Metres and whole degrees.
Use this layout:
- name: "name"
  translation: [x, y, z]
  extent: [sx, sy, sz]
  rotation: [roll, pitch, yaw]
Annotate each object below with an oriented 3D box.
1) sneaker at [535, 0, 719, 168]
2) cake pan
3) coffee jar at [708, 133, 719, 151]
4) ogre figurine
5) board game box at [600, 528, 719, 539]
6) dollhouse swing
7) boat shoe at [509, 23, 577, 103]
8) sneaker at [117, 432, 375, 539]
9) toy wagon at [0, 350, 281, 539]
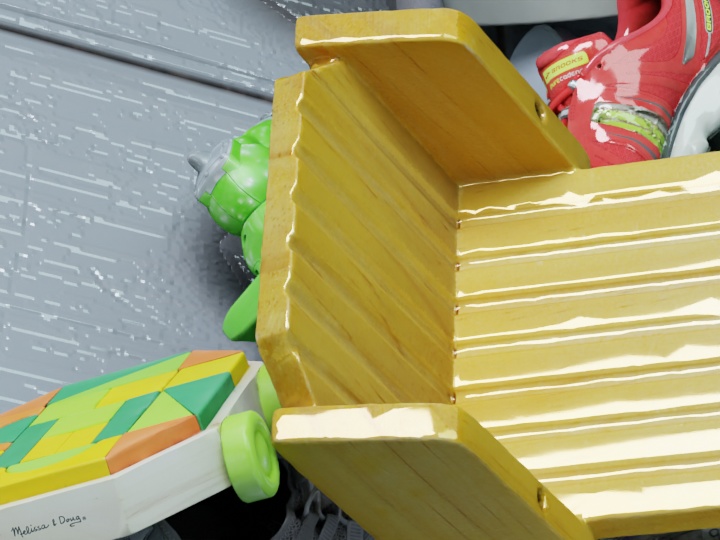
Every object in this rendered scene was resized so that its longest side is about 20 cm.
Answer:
- name: "sneaker"
  translation: [0.106, -0.061, 1.223]
  extent: [0.085, 0.077, 0.200]
  rotation: [41, 55, -11]
- name: "cake pan"
  translation: [0.128, -0.151, 1.364]
  extent: [0.199, 0.200, 0.037]
  rotation: [-13, 101, -36]
- name: "coffee jar"
  translation: [0.210, -0.036, 1.337]
  extent: [0.104, 0.085, 0.201]
  rotation: [53, 22, -47]
- name: "ogre figurine"
  translation: [0.000, 0.000, 1.201]
  extent: [0.120, 0.098, 0.201]
  rotation: [0, 63, -57]
- name: "board game box"
  translation: [0.135, 0.111, 1.114]
  extent: [0.200, 0.199, 0.026]
  rotation: [-30, 108, -42]
- name: "dollhouse swing"
  translation: [0.083, -0.001, 1.056]
  extent: [0.182, 0.175, 0.201]
  rotation: [45, 39, -44]
- name: "boat shoe"
  translation: [0.125, -0.030, 1.311]
  extent: [0.068, 0.074, 0.200]
  rotation: [4, 51, -33]
- name: "sneaker"
  translation: [-0.025, 0.100, 1.102]
  extent: [0.199, 0.082, 0.075]
  rotation: [-24, 64, -41]
- name: "toy wagon"
  translation: [-0.099, 0.069, 1.052]
  extent: [0.200, 0.154, 0.040]
  rotation: [-58, 132, -73]
